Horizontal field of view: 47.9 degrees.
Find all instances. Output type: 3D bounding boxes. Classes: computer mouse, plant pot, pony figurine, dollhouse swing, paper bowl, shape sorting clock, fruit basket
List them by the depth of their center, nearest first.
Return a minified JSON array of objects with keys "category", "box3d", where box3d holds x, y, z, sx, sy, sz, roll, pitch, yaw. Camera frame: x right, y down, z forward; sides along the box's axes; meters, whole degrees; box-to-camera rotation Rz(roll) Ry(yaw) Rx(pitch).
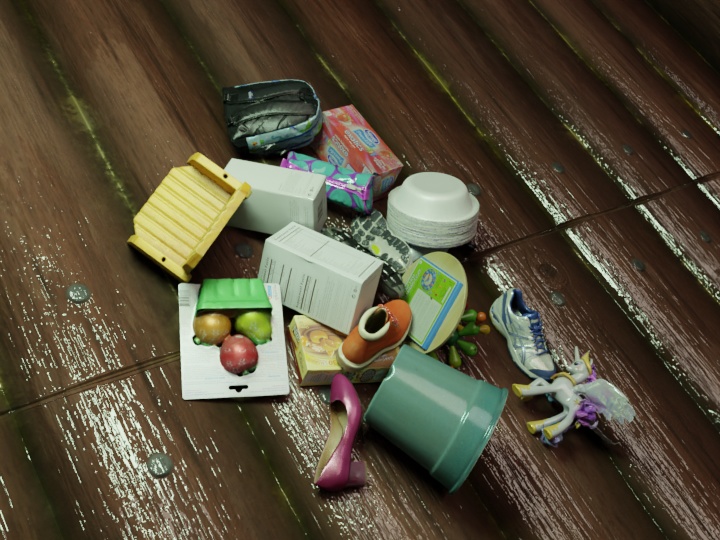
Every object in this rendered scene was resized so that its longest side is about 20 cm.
[{"category":"plant pot","box3d":[0.119,0.239,1.378,0.194,0.202,0.201,30,45,5]},{"category":"fruit basket","box3d":[-0.218,0.118,1.389,0.181,0.094,0.205,-1,73,-18]},{"category":"dollhouse swing","box3d":[-0.300,-0.105,1.406,0.180,0.176,0.202,34,77,3]},{"category":"shape sorting clock","box3d":[0.127,0.062,1.532,0.039,0.199,0.203,23,40,-40]},{"category":"pony figurine","box3d":[0.414,0.256,1.562,0.197,0.168,0.195,-23,60,-21]},{"category":"paper bowl","box3d":[0.155,-0.138,1.726,0.195,0.107,0.202,3,29,-1]},{"category":"computer mouse","box3d":[0.158,-0.062,1.755,0.198,0.044,0.110,-21,65,-38]}]

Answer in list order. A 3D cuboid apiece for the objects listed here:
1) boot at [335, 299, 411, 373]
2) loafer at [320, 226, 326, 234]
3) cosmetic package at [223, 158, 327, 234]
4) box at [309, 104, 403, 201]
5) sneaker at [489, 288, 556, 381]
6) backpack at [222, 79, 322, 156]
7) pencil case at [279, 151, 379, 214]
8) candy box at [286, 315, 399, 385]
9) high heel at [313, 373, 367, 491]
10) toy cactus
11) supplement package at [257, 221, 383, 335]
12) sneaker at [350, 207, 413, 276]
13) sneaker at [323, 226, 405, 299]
[{"category":"boot","box3d":[0.044,0.095,1.441,0.075,0.108,0.199,39,42,12]},{"category":"loafer","box3d":[-0.033,-0.025,1.624,0.198,0.064,0.072,33,4,-1]},{"category":"cosmetic package","box3d":[-0.169,-0.135,1.559,0.195,0.109,0.086,13,44,11]},{"category":"box","box3d":[-0.012,-0.255,1.790,0.094,0.103,0.201,-21,63,-39]},{"category":"sneaker","box3d":[0.340,0.130,1.657,0.074,0.089,0.202,-16,63,-38]},{"category":"backpack","box3d":[-0.179,-0.329,1.731,0.196,0.154,0.166,-20,59,5]},{"category":"pencil case","box3d":[-0.065,-0.183,1.681,0.196,0.092,0.087,16,88,10]},{"category":"candy box","box3d":[-0.026,0.143,1.476,0.196,0.056,0.117,2,52,-27]},{"category":"high heel","box3d":[-0.045,0.264,1.352,0.095,0.067,0.203,10,51,-34]},{"category":"toy cactus","box3d":[0.157,0.114,1.583,0.163,0.103,0.200,32,53,15]},{"category":"supplement package","box3d":[-0.075,0.011,1.477,0.197,0.112,0.114,24,28,15]},{"category":"sneaker","box3d":[0.046,-0.052,1.677,0.077,0.080,0.201,-39,55,2]},{"category":"sneaker","box3d":[0.000,0.000,1.552,0.199,0.080,0.075,38,24,19]}]
